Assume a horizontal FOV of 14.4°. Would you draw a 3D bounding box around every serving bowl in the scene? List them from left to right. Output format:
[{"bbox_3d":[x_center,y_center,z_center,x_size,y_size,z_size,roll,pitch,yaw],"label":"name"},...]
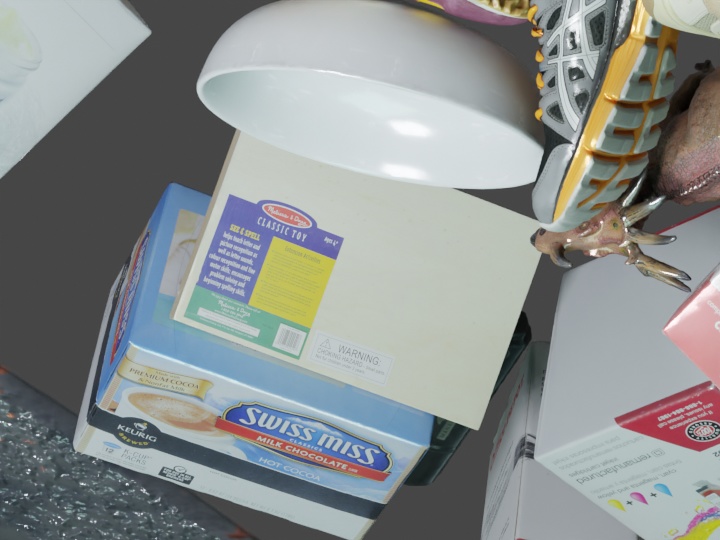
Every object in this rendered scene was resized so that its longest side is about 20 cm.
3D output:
[{"bbox_3d":[0.013,-0.106,1.578,0.200,0.066,0.200,12,168,3],"label":"serving bowl"}]

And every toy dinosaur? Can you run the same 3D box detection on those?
[{"bbox_3d":[0.188,-0.061,1.538,0.086,0.136,0.200,43,141,4],"label":"toy dinosaur"}]

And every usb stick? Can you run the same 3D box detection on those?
[{"bbox_3d":[0.056,0.081,1.865,0.055,0.033,0.200,21,143,-7],"label":"usb stick"}]

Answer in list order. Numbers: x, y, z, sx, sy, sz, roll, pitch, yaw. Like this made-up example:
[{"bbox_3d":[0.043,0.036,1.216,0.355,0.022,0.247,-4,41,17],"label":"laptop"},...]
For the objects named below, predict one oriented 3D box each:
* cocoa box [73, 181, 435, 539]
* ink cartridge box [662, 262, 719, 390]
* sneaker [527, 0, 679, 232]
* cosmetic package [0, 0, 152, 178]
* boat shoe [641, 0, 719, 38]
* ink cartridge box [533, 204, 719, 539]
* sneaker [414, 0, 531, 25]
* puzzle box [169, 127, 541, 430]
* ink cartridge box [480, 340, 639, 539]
[{"bbox_3d":[-0.058,0.059,1.783,0.200,0.134,0.131,20,142,-11],"label":"cocoa box"},{"bbox_3d":[0.260,-0.023,1.533,0.067,0.116,0.200,45,107,4],"label":"ink cartridge box"},{"bbox_3d":[0.122,-0.118,1.494,0.077,0.201,0.078,20,-172,23],"label":"sneaker"},{"bbox_3d":[-0.257,-0.141,1.514,0.200,0.123,0.199,-45,126,1],"label":"cosmetic package"},{"bbox_3d":[0.229,-0.137,1.439,0.200,0.072,0.065,5,-170,-42],"label":"boat shoe"},{"bbox_3d":[0.229,0.085,1.728,0.200,0.145,0.145,36,137,-30],"label":"ink cartridge box"},{"bbox_3d":[0.005,-0.183,1.514,0.200,0.075,0.090,28,154,-16],"label":"sneaker"},{"bbox_3d":[0.000,0.000,1.703,0.200,0.133,0.025,21,178,-10],"label":"puzzle box"},{"bbox_3d":[0.126,0.168,1.821,0.084,0.200,0.144,10,143,-4],"label":"ink cartridge box"}]
